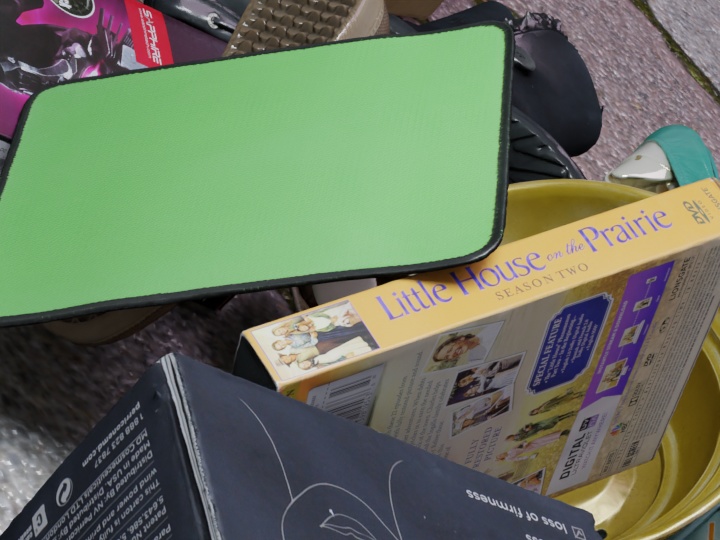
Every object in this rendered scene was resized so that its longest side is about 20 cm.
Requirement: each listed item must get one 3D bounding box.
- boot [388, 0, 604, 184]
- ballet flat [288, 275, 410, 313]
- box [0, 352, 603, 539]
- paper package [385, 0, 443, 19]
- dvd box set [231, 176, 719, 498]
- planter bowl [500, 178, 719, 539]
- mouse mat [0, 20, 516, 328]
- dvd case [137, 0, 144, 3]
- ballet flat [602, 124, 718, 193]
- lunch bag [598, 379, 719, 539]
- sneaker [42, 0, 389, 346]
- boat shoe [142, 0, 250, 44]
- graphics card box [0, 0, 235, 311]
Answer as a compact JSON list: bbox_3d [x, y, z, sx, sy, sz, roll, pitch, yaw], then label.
[{"bbox_3d":[0.089,-0.070,1.417,0.200,0.077,0.168,45,28,21],"label":"boot"},{"bbox_3d":[0.000,0.000,1.086,0.200,0.067,0.063,-110,175,-60],"label":"ballet flat"},{"bbox_3d":[-0.001,0.160,0.857,0.199,0.124,0.197,24,31,-35],"label":"box"},{"bbox_3d":[0.010,-0.236,1.433,0.200,0.191,0.104,-2,52,-56],"label":"paper package"},{"bbox_3d":[0.038,0.048,0.976,0.199,0.147,0.029,-18,56,-25],"label":"dvd box set"},{"bbox_3d":[0.083,0.062,1.139,0.084,0.200,0.201,78,-11,-50],"label":"planter bowl"},{"bbox_3d":[-0.042,-0.038,0.987,0.161,0.199,0.008,-82,162,-53],"label":"mouse mat"},{"bbox_3d":[-0.161,-0.156,1.265,0.149,0.016,0.200,41,25,-4],"label":"dvd case"},{"bbox_3d":[0.168,-0.027,1.485,0.070,0.068,0.200,15,31,-20],"label":"ballet flat"},{"bbox_3d":[0.180,0.068,1.181,0.077,0.200,0.161,21,34,-37],"label":"lunch bag"},{"bbox_3d":[-0.049,-0.035,1.070,0.070,0.200,0.076,28,-22,31],"label":"sneaker"},{"bbox_3d":[-0.034,-0.074,1.254,0.200,0.074,0.066,54,55,-32],"label":"boat shoe"},{"bbox_3d":[-0.130,-0.072,1.117,0.199,0.051,0.126,23,40,-35],"label":"graphics card box"}]
